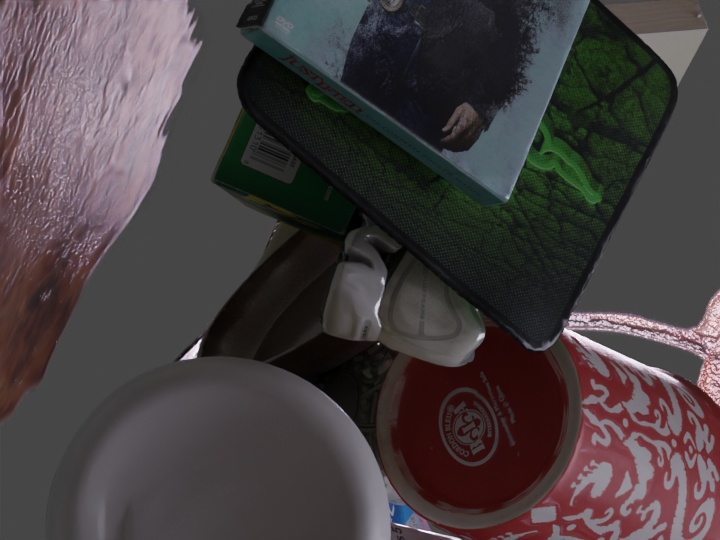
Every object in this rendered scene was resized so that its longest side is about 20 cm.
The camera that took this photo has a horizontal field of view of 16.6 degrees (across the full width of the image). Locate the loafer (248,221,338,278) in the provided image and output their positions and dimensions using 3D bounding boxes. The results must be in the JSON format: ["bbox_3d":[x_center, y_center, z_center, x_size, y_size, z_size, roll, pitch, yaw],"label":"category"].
[{"bbox_3d":[-0.026,-0.004,1.444,0.076,0.068,0.201,23,-73,60],"label":"loafer"}]

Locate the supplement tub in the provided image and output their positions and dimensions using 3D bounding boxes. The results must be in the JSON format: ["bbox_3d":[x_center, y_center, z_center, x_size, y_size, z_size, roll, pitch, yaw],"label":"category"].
[{"bbox_3d":[-0.060,0.125,1.103,0.200,0.145,0.146,96,17,-77],"label":"supplement tub"}]

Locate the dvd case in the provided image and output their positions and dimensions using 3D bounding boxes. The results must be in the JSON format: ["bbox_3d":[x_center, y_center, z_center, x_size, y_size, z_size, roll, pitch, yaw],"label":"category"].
[{"bbox_3d":[0.043,-0.150,1.078,0.022,0.146,0.201,-9,-127,56],"label":"dvd case"}]

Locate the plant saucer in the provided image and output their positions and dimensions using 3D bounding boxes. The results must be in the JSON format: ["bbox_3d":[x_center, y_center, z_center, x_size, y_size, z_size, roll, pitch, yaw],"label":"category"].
[{"bbox_3d":[0.000,0.000,1.317,0.200,0.032,0.200,-34,-165,11],"label":"plant saucer"}]

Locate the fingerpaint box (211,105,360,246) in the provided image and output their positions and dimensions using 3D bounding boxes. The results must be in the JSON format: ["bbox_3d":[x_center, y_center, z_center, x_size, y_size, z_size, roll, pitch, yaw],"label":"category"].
[{"bbox_3d":[0.006,-0.115,1.206,0.167,0.073,0.201,51,62,-86],"label":"fingerpaint box"}]

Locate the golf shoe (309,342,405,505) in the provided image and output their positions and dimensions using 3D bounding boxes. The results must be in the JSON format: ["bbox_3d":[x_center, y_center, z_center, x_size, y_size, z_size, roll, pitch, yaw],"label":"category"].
[{"bbox_3d":[0.008,0.085,1.294,0.078,0.097,0.200,-35,-165,4],"label":"golf shoe"}]

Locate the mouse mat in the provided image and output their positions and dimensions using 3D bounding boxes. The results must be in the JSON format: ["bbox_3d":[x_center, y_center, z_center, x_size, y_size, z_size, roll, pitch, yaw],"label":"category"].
[{"bbox_3d":[0.049,-0.081,1.101,0.008,0.200,0.162,-9,-132,57],"label":"mouse mat"}]

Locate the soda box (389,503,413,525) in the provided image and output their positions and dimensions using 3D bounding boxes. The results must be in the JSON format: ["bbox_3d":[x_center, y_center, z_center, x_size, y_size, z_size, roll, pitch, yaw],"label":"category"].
[{"bbox_3d":[-0.028,0.141,1.376,0.200,0.067,0.065,-40,111,-74],"label":"soda box"}]

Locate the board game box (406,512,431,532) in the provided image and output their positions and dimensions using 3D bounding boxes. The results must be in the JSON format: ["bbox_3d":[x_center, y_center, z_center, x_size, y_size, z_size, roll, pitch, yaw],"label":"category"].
[{"bbox_3d":[-0.068,0.218,1.473,0.199,0.044,0.199,-24,-166,20],"label":"board game box"}]

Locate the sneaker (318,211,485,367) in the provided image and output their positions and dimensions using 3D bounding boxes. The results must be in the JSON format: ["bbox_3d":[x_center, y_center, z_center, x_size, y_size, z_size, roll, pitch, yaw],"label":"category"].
[{"bbox_3d":[0.053,-0.041,1.162,0.075,0.081,0.201,99,16,-64],"label":"sneaker"}]

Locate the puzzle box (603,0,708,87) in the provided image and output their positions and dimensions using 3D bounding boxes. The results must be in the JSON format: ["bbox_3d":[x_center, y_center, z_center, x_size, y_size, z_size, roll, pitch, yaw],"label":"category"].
[{"bbox_3d":[0.096,-0.108,1.481,0.133,0.199,0.026,114,-34,-55],"label":"puzzle box"}]

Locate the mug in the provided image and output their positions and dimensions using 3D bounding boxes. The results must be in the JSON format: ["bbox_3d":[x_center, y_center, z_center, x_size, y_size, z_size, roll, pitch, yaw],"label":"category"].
[{"bbox_3d":[0.081,0.084,1.239,0.134,0.177,0.200,-61,150,0],"label":"mug"}]

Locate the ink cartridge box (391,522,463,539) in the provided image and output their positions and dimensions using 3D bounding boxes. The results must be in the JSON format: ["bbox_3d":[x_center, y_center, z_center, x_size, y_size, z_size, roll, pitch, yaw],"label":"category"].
[{"bbox_3d":[0.005,0.247,1.236,0.201,0.084,0.146,-64,-155,27],"label":"ink cartridge box"}]
